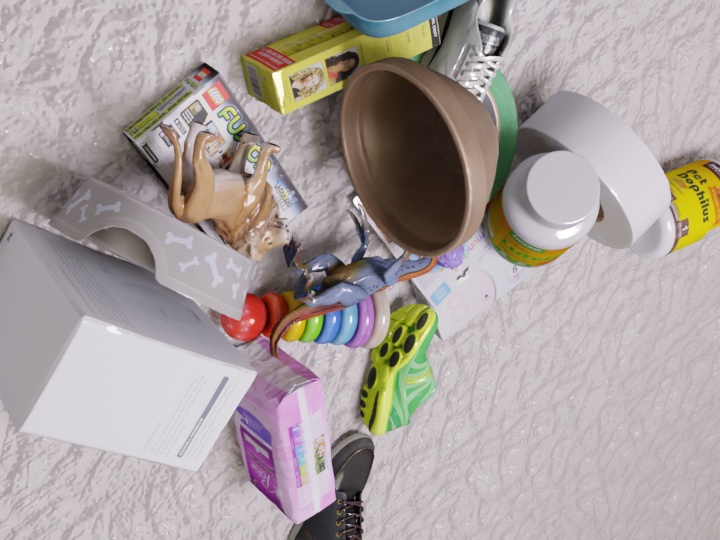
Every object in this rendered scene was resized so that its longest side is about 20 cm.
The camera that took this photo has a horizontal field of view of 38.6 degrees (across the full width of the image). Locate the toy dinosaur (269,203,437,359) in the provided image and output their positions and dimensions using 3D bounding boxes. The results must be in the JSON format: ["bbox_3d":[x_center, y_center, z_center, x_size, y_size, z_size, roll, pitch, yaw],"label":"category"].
[{"bbox_3d":[0.000,0.000,1.161,0.181,0.105,0.201,7,127,-36],"label":"toy dinosaur"}]

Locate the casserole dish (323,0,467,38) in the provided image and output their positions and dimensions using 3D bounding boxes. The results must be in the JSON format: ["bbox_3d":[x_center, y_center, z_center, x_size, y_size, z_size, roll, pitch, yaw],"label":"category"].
[{"bbox_3d":[0.049,-0.297,1.045,0.199,0.121,0.039,-30,149,-19],"label":"casserole dish"}]

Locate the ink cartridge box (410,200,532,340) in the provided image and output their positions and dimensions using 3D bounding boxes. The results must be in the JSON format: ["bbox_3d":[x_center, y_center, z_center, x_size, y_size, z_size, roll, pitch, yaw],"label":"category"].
[{"bbox_3d":[0.132,-0.030,1.311,0.162,0.057,0.201,-35,136,-15],"label":"ink cartridge box"}]

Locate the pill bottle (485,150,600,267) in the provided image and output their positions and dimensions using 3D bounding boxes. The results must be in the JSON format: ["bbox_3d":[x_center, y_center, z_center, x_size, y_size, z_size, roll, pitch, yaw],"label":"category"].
[{"bbox_3d":[0.214,-0.073,1.201,0.111,0.111,0.200,-43,174,-8],"label":"pill bottle"}]

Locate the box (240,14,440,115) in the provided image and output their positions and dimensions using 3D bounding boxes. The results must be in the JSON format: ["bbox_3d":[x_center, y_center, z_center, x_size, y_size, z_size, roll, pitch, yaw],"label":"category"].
[{"bbox_3d":[-0.019,-0.228,1.060,0.199,0.075,0.050,-28,127,-20],"label":"box"}]

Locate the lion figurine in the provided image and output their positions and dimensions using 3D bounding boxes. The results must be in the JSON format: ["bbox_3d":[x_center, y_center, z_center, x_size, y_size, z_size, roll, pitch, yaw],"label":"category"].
[{"bbox_3d":[-0.138,-0.074,0.994,0.199,0.072,0.123,6,108,-55],"label":"lion figurine"}]

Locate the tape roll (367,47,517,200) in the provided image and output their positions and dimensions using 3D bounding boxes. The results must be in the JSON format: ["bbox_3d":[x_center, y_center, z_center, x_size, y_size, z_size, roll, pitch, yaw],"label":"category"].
[{"bbox_3d":[0.085,-0.155,1.161,0.199,0.048,0.202,-6,103,-29],"label":"tape roll"}]

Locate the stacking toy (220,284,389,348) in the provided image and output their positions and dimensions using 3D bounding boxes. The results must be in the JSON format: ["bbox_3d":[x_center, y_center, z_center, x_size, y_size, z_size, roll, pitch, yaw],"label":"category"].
[{"bbox_3d":[-0.067,0.052,1.190,0.199,0.085,0.086,-1,116,-33],"label":"stacking toy"}]

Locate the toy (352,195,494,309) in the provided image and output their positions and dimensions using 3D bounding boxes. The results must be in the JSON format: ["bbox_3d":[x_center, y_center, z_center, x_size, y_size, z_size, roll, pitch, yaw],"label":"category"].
[{"bbox_3d":[0.090,-0.051,1.238,0.115,0.047,0.200,-45,120,-9],"label":"toy"}]

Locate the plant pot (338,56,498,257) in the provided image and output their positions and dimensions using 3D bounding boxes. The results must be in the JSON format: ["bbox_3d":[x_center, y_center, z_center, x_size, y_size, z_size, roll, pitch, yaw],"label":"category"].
[{"bbox_3d":[0.073,-0.121,1.028,0.092,0.201,0.202,-24,128,-29],"label":"plant pot"}]

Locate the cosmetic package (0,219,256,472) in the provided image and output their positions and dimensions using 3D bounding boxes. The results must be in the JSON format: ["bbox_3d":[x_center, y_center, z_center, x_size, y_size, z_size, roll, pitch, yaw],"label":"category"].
[{"bbox_3d":[-0.244,0.073,0.980,0.199,0.199,0.123,27,99,-43],"label":"cosmetic package"}]

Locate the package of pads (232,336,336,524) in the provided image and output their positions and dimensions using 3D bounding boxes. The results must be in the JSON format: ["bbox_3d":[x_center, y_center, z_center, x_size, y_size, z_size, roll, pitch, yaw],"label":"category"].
[{"bbox_3d":[-0.095,0.188,1.217,0.075,0.120,0.201,-27,129,-29],"label":"package of pads"}]

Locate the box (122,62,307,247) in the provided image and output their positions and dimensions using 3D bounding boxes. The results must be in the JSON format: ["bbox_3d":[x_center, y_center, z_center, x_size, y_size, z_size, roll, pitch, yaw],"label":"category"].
[{"bbox_3d":[-0.145,-0.102,1.065,0.110,0.035,0.200,-42,133,-10],"label":"box"}]

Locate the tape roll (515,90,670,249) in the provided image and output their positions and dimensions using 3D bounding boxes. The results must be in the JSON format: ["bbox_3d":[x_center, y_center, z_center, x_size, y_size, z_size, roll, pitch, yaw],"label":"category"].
[{"bbox_3d":[0.282,-0.122,1.264,0.071,0.202,0.203,-44,134,-8],"label":"tape roll"}]

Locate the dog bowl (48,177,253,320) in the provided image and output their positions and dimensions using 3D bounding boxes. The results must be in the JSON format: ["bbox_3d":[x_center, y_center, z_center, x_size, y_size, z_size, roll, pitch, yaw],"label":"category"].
[{"bbox_3d":[-0.190,-0.022,0.972,0.200,0.200,0.059,30,86,-44],"label":"dog bowl"}]

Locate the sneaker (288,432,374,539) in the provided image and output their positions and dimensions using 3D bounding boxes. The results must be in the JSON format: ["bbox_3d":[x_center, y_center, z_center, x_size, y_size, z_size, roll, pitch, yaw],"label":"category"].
[{"bbox_3d":[-0.014,0.323,1.369,0.074,0.106,0.201,13,108,-41],"label":"sneaker"}]

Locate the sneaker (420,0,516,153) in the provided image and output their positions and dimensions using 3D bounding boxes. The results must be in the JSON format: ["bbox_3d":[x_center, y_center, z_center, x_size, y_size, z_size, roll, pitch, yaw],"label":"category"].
[{"bbox_3d":[0.112,-0.213,1.091,0.076,0.080,0.201,9,98,-32],"label":"sneaker"}]

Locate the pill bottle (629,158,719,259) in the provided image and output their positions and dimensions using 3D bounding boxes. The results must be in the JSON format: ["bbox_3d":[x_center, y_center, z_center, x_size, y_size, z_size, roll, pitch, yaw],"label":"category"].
[{"bbox_3d":[0.474,-0.095,1.487,0.199,0.109,0.110,-21,127,-27],"label":"pill bottle"}]

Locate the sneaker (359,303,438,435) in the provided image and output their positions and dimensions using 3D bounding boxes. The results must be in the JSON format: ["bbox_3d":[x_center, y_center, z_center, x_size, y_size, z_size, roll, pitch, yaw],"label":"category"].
[{"bbox_3d":[0.059,0.124,1.334,0.083,0.074,0.201,-2,126,-34],"label":"sneaker"}]
